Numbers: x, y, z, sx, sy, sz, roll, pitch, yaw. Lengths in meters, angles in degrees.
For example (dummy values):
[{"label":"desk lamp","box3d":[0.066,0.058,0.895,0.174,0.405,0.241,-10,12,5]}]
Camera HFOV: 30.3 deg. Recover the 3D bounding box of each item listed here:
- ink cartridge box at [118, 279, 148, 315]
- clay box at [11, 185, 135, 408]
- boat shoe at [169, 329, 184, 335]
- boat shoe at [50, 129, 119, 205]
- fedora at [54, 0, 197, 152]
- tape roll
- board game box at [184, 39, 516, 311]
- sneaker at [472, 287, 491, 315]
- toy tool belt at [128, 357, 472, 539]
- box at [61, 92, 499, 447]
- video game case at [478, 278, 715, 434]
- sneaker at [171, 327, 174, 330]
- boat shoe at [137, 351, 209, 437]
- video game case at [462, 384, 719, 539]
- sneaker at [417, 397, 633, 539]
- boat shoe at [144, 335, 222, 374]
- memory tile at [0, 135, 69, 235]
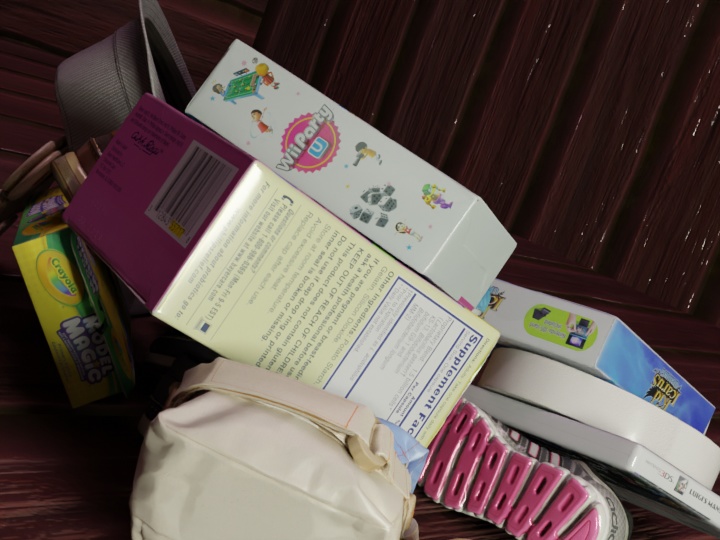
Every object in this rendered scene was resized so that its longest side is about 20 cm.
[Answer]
[{"label":"ink cartridge box","box3d":[-0.174,-0.045,1.196,0.083,0.147,0.200,23,11,16]},{"label":"clay box","box3d":[-0.193,0.013,0.903,0.047,0.116,0.200,-19,15,-5]},{"label":"boat shoe","box3d":[-0.059,0.068,1.064,0.200,0.063,0.074,17,7,-34]},{"label":"boat shoe","box3d":[-0.136,-0.028,0.912,0.072,0.067,0.200,55,-2,31]},{"label":"fedora","box3d":[-0.170,-0.109,1.000,0.201,0.090,0.177,69,5,-46]},{"label":"tape roll","box3d":[0.188,0.121,1.050,0.202,0.037,0.203,26,-9,4]},{"label":"board game box","box3d":[-0.002,-0.060,0.898,0.200,0.064,0.148,35,-1,20]},{"label":"sneaker","box3d":[0.000,0.000,0.998,0.199,0.081,0.077,16,46,6]},{"label":"toy tool belt","box3d":[-0.016,0.115,0.692,0.199,0.126,0.123,21,17,-2]},{"label":"box","box3d":[-0.050,0.003,0.788,0.200,0.097,0.176,35,-1,-33]},{"label":"video game case","box3d":[0.169,0.071,1.088,0.181,0.046,0.200,20,-12,43]},{"label":"sneaker","box3d":[-0.081,-0.013,1.093,0.072,0.199,0.083,51,18,-43]},{"label":"boat shoe","box3d":[-0.048,0.101,0.882,0.199,0.063,0.073,17,7,-34]},{"label":"video game case","box3d":[0.190,0.150,1.020,0.181,0.023,0.200,33,-10,-35]},{"label":"sneaker","box3d":[0.113,0.151,0.942,0.087,0.074,0.199,26,0,-42]},{"label":"boat shoe","box3d":[-0.053,0.059,0.957,0.199,0.063,0.073,7,-14,-2]},{"label":"memory tile","box3d":[-0.271,-0.050,1.024,0.017,0.153,0.200,47,7,-9]}]
